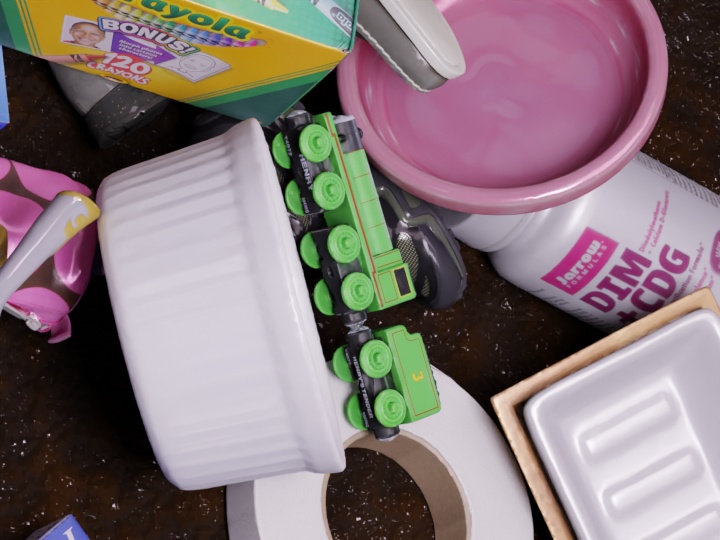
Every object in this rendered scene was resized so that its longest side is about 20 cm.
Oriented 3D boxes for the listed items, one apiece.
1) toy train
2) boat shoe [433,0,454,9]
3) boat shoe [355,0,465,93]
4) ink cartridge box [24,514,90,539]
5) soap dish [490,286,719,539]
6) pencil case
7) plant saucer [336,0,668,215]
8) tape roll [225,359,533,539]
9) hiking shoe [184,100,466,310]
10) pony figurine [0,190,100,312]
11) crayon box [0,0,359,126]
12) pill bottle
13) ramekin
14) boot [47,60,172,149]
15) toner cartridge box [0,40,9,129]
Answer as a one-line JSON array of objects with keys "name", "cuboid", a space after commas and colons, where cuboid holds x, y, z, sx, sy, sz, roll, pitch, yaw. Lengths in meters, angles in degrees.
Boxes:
[{"name": "toy train", "cuboid": [0.000, 0.000, 1.540, 0.056, 0.042, 0.201, -18, 95, -36]}, {"name": "boat shoe", "cuboid": [0.010, -0.204, 1.680, 0.200, 0.076, 0.072, 36, 53, -20]}, {"name": "boat shoe", "cuboid": [-0.015, -0.177, 1.576, 0.202, 0.060, 0.072, 51, 17, 15]}, {"name": "ink cartridge box", "cuboid": [-0.200, 0.224, 1.377, 0.200, 0.044, 0.094, -41, 99, -39]}, {"name": "soap dish", "cuboid": [0.181, 0.132, 1.618, 0.157, 0.081, 0.200, -26, 97, -14]}, {"name": "pencil case", "cuboid": [-0.240, -0.027, 1.427, 0.200, 0.091, 0.094, 15, 74, -27]}, {"name": "plant saucer", "cuboid": [0.086, -0.114, 1.595, 0.200, 0.051, 0.201, -3, 60, 5]}, {"name": "tape roll", "cuboid": [0.013, 0.148, 1.562, 0.202, 0.037, 0.203, 14, 63, -30]}, {"name": "hiking shoe", "cuboid": [-0.030, -0.025, 1.590, 0.200, 0.076, 0.101, 37, 66, -9]}, {"name": "pony figurine", "cuboid": [-0.222, 0.018, 1.306, 0.193, 0.166, 0.201, 48, 54, -51]}, {"name": "crayon box", "cuboid": [-0.114, -0.153, 1.471, 0.199, 0.119, 0.058, 17, 66, -21]}, {"name": "pill bottle", "cuboid": [0.152, -0.026, 1.680, 0.200, 0.113, 0.114, 27, 58, -23]}, {"name": "ramekin", "cuboid": [-0.078, 0.024, 1.449, 0.097, 0.200, 0.201, -14, 77, 0]}, {"name": "boot", "cuboid": [-0.126, -0.170, 1.578, 0.200, 0.068, 0.131, -36, 89, -40]}, {"name": "toner cartridge box", "cuboid": [-0.259, -0.172, 1.497, 0.095, 0.043, 0.201, 3, 70, -35]}]
